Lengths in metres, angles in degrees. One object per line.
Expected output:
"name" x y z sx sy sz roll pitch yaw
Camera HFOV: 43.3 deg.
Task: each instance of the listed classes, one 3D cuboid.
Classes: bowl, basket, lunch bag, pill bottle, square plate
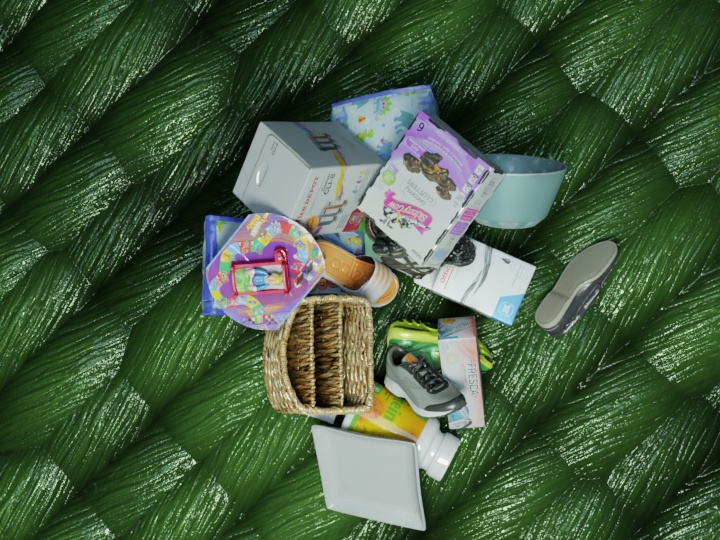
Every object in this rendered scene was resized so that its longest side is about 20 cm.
"bowl" 0.260 -0.138 1.596 0.198 0.201 0.107 3 107 7
"basket" -0.073 0.143 1.547 0.148 0.142 0.203 -6 81 45
"lunch bag" -0.218 -0.004 1.612 0.126 0.200 0.173 -3 85 23
"lunch bag" 0.048 -0.231 1.644 0.197 0.127 0.173 -6 86 10
"pill bottle" 0.073 0.288 1.617 0.198 0.111 0.112 29 90 8
"square plate" 0.018 0.359 1.599 0.197 0.028 0.200 6 123 24

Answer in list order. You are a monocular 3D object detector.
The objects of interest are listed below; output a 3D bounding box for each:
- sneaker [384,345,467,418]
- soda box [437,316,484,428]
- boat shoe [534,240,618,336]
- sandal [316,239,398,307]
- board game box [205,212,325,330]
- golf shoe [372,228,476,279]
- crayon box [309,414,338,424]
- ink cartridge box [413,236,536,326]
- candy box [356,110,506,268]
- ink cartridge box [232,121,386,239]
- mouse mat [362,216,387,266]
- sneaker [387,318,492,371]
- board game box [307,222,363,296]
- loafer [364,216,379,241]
"sneaker" 0.103 0.190 1.549 0.073 0.199 0.080 -22 118 -29
"soda box" 0.177 0.179 1.583 0.067 0.064 0.202 -5 121 9
"boat shoe" 0.395 0.034 1.631 0.200 0.073 0.063 -49 125 -3
"sandal" -0.003 0.008 1.617 0.205 0.059 0.080 26 75 -33
"board game box" -0.158 0.008 1.472 0.158 0.039 0.200 39 104 -11
"golf shoe" 0.120 -0.029 1.609 0.198 0.095 0.078 11 58 32
"crayon box" -0.075 0.165 1.673 0.124 0.052 0.203 17 89 8
"ink cartridge box" 0.203 0.008 1.641 0.198 0.067 0.117 24 90 8
"candy box" 0.115 -0.133 1.513 0.168 0.071 0.201 42 108 25
"ink cartridge box" -0.087 -0.157 1.554 0.145 0.199 0.146 43 123 28
"mouse mat" -0.043 -0.047 1.705 0.197 0.008 0.163 7 88 8
"sneaker" 0.143 0.146 1.648 0.197 0.074 0.085 15 118 3
"board game box" -0.079 -0.021 1.622 0.034 0.198 0.138 -6 86 50
"loafer" 0.100 -0.108 1.655 0.198 0.071 0.074 -19 88 4
